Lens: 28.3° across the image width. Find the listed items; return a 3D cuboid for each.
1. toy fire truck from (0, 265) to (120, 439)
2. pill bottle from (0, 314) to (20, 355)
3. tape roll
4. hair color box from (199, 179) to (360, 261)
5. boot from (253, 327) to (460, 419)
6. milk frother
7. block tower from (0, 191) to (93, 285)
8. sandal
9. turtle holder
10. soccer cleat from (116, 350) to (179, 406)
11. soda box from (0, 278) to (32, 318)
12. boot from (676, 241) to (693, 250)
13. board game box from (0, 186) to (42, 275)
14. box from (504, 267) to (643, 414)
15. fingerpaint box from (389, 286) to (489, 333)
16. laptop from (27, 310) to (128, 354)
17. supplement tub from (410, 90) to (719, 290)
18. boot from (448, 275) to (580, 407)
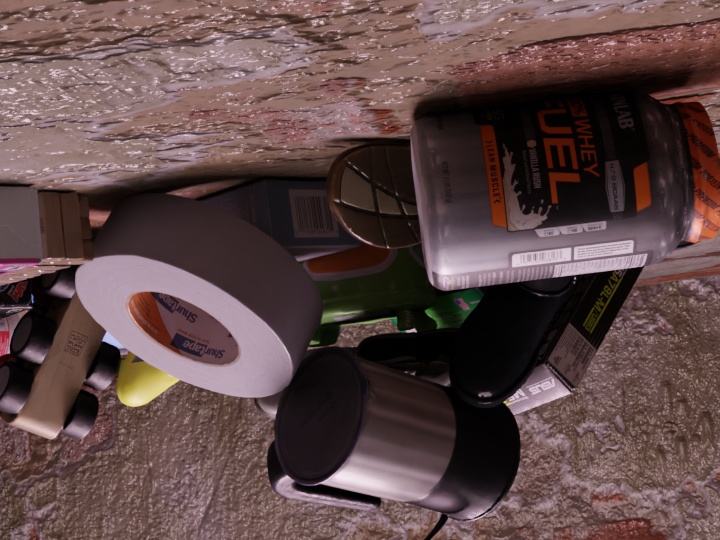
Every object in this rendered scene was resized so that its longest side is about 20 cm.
[{"bbox_3d":[-0.299,0.063,1.401,0.129,0.176,0.200,26,174,-33],"label":"toy fire truck"},{"bbox_3d":[-0.482,0.072,1.581,0.112,0.112,0.200,-10,174,29],"label":"pill bottle"},{"bbox_3d":[-0.135,0.024,1.194,0.200,0.066,0.200,18,149,11],"label":"tape roll"},{"bbox_3d":[-0.104,-0.032,1.254,0.099,0.061,0.200,-2,172,-42],"label":"hair color box"},{"bbox_3d":[-0.001,0.084,1.299,0.200,0.068,0.131,-8,163,-4],"label":"boot"},{"bbox_3d":[0.030,0.192,1.213,0.188,0.200,0.181,19,121,-37],"label":"milk frother"},{"bbox_3d":[-0.297,-0.018,1.173,0.200,0.058,0.054,-10,173,41],"label":"block tower"},{"bbox_3d":[0.039,-0.066,1.121,0.055,0.082,0.200,17,-161,40],"label":"sandal"},{"bbox_3d":[0.007,-0.002,1.339,0.141,0.132,0.185,-12,174,32],"label":"turtle holder"},{"bbox_3d":[-0.145,0.060,1.352,0.084,0.065,0.200,31,-120,32],"label":"soccer cleat"},{"bbox_3d":[-0.376,0.017,1.349,0.063,0.071,0.200,0,171,-34],"label":"soda box"},{"bbox_3d":[0.333,-0.068,1.473,0.165,0.066,0.200,-7,170,-15],"label":"boot"},{"bbox_3d":[-0.359,-0.017,1.075,0.200,0.064,0.148,-11,173,42],"label":"board game box"},{"bbox_3d":[0.166,0.062,1.372,0.193,0.048,0.200,-34,-165,50],"label":"box"},{"bbox_3d":[0.136,-0.002,1.396,0.167,0.073,0.200,-46,-169,-22],"label":"fingerpaint box"},{"bbox_3d":[-0.259,0.033,1.507,0.177,0.103,0.200,-6,175,-17],"label":"laptop"},{"bbox_3d":[0.139,-0.057,0.983,0.200,0.123,0.123,-8,175,1],"label":"supplement tub"},{"bbox_3d":[0.142,0.003,1.193,0.073,0.198,0.162,30,154,15],"label":"boot"}]
